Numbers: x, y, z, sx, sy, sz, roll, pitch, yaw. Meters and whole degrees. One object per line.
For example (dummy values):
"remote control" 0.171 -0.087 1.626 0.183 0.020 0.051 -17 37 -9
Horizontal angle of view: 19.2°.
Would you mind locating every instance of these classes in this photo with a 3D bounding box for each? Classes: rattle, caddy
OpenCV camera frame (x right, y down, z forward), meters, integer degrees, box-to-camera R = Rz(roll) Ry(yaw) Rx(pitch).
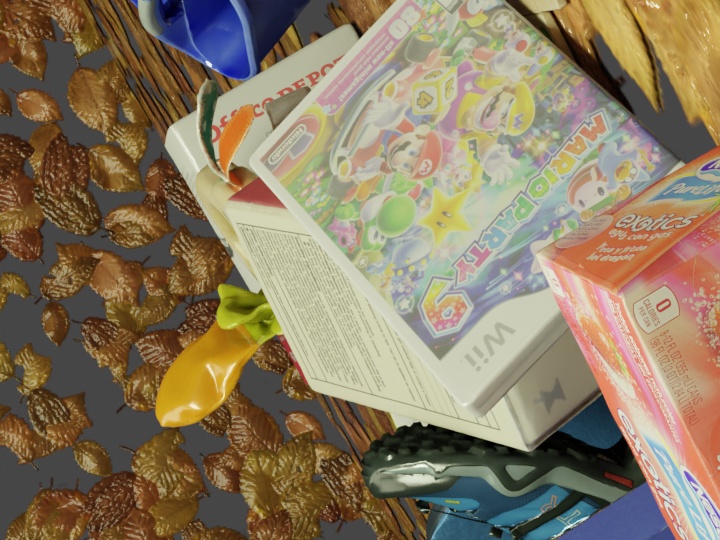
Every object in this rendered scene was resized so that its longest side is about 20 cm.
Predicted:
"rattle" -0.099 -0.009 1.293 0.200 0.143 0.130 63 -177 -65
"caddy" -0.112 -0.204 1.422 0.141 0.105 0.200 36 166 13

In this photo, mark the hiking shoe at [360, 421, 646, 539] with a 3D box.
"hiking shoe" 0.098 0.126 1.096 0.074 0.200 0.087 -89 3 -80

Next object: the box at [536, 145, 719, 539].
"box" 0.164 0.060 0.811 0.200 0.103 0.095 63 171 -16

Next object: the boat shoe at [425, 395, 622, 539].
"boat shoe" 0.092 0.098 1.253 0.084 0.200 0.069 31 -144 -16

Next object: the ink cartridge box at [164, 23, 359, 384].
"ink cartridge box" -0.023 -0.045 1.445 0.200 0.145 0.083 59 173 1

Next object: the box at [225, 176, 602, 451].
"box" 0.042 -0.002 1.110 0.200 0.109 0.128 11 131 55

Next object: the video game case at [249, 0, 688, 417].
"video game case" 0.046 -0.045 0.981 0.018 0.143 0.200 38 -172 -49

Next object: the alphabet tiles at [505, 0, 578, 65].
"alphabet tiles" 0.047 -0.168 1.044 0.167 0.006 0.200 60 172 -10

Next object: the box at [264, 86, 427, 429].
"box" 0.000 0.000 1.289 0.144 0.036 0.200 -111 -1 -67

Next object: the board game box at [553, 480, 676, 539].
"board game box" 0.182 0.199 1.002 0.200 0.159 0.097 61 172 -16
